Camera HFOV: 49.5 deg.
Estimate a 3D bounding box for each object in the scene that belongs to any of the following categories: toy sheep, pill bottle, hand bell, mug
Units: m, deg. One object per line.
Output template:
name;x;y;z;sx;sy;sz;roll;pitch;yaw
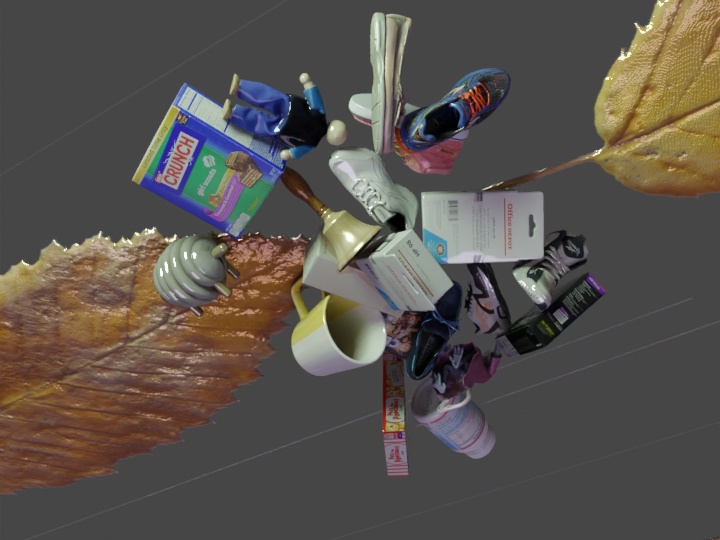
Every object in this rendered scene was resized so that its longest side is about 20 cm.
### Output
toy sheep;-0.296;0.003;1.397;0.199;0.139;0.137;-34;123;32
pill bottle;0.205;0.321;1.682;0.108;0.110;0.200;-29;125;25
hand bell;-0.067;-0.106;1.308;0.200;0.104;0.104;46;124;2
mug;-0.054;0.110;1.472;0.148;0.189;0.153;16;147;-35

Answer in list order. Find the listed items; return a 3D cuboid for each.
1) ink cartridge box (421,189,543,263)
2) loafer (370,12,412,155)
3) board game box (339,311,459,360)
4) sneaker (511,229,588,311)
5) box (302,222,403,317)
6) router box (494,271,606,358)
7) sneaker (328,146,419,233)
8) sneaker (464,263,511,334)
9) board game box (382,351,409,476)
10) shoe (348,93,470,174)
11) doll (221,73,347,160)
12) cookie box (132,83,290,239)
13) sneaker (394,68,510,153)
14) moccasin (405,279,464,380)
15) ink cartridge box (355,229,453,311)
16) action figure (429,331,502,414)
ink cartridge box;0.203;-0.075;1.314;0.197;0.067;0.118;-2;99;3
loafer;0.049;-0.270;1.134;0.062;0.072;0.203;-2;95;-8
board game box;0.076;0.104;1.541;0.198;0.035;0.136;24;128;-19
sneaker;0.332;-0.014;1.334;0.129;0.199;0.080;-37;96;16
box;0.000;0.000;1.411;0.198;0.096;0.078;20;131;-17
router box;0.332;0.084;1.389;0.149;0.200;0.051;-39;85;-12
sneaker;0.027;-0.130;1.299;0.199;0.088;0.074;36;123;-26
sneaker;0.227;0.055;1.468;0.079;0.074;0.201;-14;130;16
board game box;0.073;0.291;1.597;0.046;0.201;0.153;-3;132;5
shoe;0.069;-0.211;1.234;0.197;0.072;0.092;10;126;-14
doll;-0.110;-0.243;1.220;0.198;0.049;0.138;17;106;-18
cookie box;-0.242;-0.172;1.267;0.199;0.076;0.171;29;127;-16
sneaker;0.148;-0.236;1.161;0.199;0.078;0.076;-36;106;-11
moccasin;0.147;0.116;1.466;0.079;0.068;0.203;18;93;-4
ink cartridge box;0.075;0.002;1.270;0.067;0.200;0.116;-41;100;-15
action figure;0.228;0.198;1.545;0.133;0.151;0.199;-20;162;30
